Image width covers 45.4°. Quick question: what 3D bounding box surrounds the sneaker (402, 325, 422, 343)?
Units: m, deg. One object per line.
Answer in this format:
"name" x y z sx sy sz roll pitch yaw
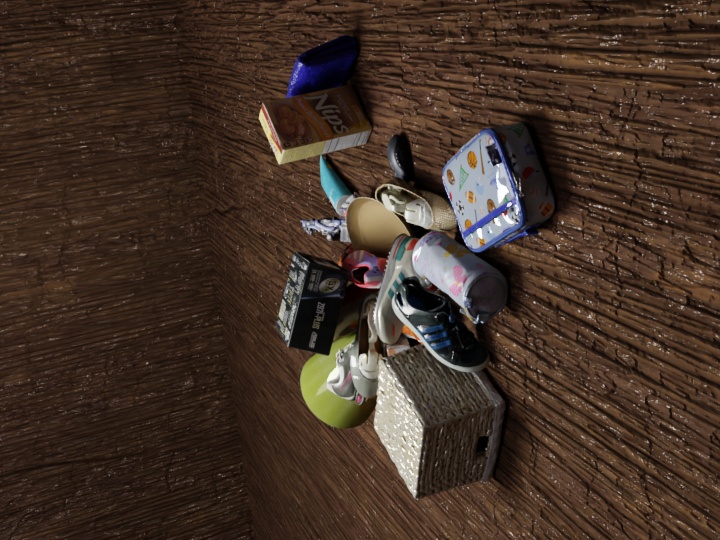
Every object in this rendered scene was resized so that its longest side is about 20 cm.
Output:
"sneaker" 0.099 0.088 1.594 0.077 0.073 0.200 41 162 -14

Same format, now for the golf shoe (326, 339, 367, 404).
"golf shoe" -0.004 0.168 1.717 0.077 0.087 0.202 -88 14 -77

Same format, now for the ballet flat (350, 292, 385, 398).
"ballet flat" 0.018 0.142 1.638 0.064 0.066 0.203 162 111 -80

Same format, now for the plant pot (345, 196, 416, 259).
"plant pot" 0.049 -0.056 1.649 0.199 0.027 0.201 37 146 30

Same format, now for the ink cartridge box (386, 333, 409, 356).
"ink cartridge box" 0.081 0.224 1.708 0.162 0.049 0.203 -92 -2 -79

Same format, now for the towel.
"towel" -0.083 -0.380 1.751 0.050 0.147 0.200 52 152 13

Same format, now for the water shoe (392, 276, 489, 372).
"water shoe" 0.134 0.092 1.440 0.199 0.071 0.079 37 147 15

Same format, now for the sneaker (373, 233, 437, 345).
"sneaker" 0.088 0.040 1.528 0.092 0.070 0.202 14 91 30

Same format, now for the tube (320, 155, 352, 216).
"tube" -0.061 -0.188 1.938 0.200 0.050 0.078 -123 32 -54

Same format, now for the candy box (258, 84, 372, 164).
"candy box" -0.089 -0.293 1.717 0.116 0.198 0.055 65 157 19

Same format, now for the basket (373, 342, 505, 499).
"basket" 0.131 0.254 1.511 0.201 0.159 0.200 -123 28 -47

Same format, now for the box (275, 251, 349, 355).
"box" -0.097 0.060 1.689 0.200 0.085 0.166 -152 77 -76

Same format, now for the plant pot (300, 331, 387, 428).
"plant pot" -0.006 0.214 1.863 0.200 0.185 0.189 -49 54 46

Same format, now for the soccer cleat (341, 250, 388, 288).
"soccer cleat" 0.000 0.000 1.643 0.199 0.076 0.068 12 107 62

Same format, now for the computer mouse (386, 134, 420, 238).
"computer mouse" 0.078 -0.151 1.600 0.059 0.034 0.203 179 79 -69

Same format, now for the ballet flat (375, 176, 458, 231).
"ballet flat" 0.092 -0.109 1.504 0.199 0.065 0.071 30 132 52

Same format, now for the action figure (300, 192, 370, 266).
"action figure" -0.021 -0.070 1.798 0.198 0.104 0.196 14 113 27

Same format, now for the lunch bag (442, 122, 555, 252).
"lunch bag" 0.198 -0.114 1.249 0.200 0.075 0.162 143 111 -69

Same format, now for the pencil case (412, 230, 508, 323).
"pencil case" 0.160 0.008 1.403 0.200 0.082 0.092 -135 34 -56

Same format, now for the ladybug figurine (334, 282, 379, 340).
"ladybug figurine" -0.012 0.074 1.765 0.200 0.135 0.073 -39 72 37
